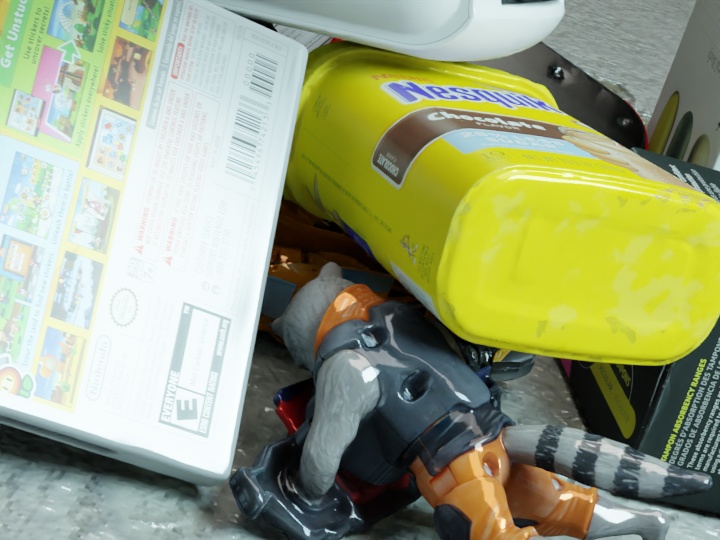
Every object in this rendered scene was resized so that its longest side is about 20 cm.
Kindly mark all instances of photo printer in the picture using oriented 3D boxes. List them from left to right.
[{"bbox_3d":[0.001,-0.152,0.854,0.198,0.070,0.166,15,15,19],"label":"photo printer"}]

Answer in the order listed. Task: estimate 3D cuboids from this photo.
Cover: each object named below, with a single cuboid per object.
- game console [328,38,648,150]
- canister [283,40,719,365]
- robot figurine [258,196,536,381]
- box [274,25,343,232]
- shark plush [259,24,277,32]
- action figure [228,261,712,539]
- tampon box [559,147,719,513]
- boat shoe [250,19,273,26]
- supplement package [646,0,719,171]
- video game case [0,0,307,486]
[{"bbox_3d":[0.065,-0.081,1.022,0.199,0.031,0.177,34,55,-1],"label":"game console"},{"bbox_3d":[0.059,-0.033,0.782,0.147,0.087,0.200,8,17,-25],"label":"canister"},{"bbox_3d":[0.000,0.000,0.885,0.198,0.059,0.145,11,25,-19],"label":"robot figurine"},{"bbox_3d":[-0.028,-0.099,1.021,0.200,0.032,0.121,41,49,5],"label":"box"},{"bbox_3d":[-0.113,-0.056,0.781,0.083,0.092,0.199,7,18,33],"label":"shark plush"},{"bbox_3d":[0.049,0.063,0.733,0.193,0.105,0.200,36,28,14],"label":"action figure"},{"bbox_3d":[0.221,0.043,0.881,0.198,0.127,0.150,14,22,-12],"label":"tampon box"},{"bbox_3d":[-0.129,-0.113,0.912,0.200,0.072,0.061,-9,80,-38],"label":"boat shoe"},{"bbox_3d":[0.252,-0.051,1.022,0.149,0.202,0.152,16,22,-8],"label":"supplement package"},{"bbox_3d":[-0.117,-0.034,0.695,0.181,0.202,0.023,21,-24,-26],"label":"video game case"}]
